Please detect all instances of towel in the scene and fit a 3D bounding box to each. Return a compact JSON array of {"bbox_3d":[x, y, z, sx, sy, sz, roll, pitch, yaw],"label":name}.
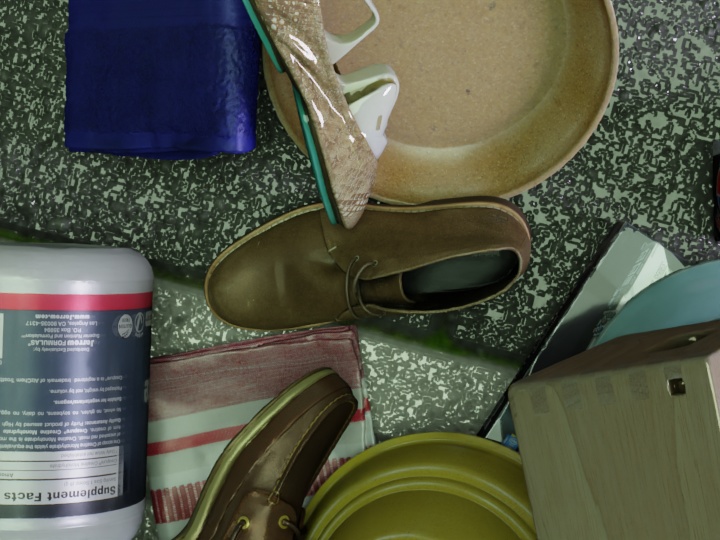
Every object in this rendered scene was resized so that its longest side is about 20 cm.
[{"bbox_3d":[-0.109,-0.164,0.836,0.147,0.049,0.201,5,95,37],"label":"towel"},{"bbox_3d":[-0.055,0.141,0.882,0.143,0.023,0.201,-11,91,3],"label":"towel"}]

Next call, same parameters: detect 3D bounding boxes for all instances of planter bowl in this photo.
[{"bbox_3d":[0.036,0.194,0.804,0.199,0.083,0.202,0,90,19],"label":"planter bowl"}]

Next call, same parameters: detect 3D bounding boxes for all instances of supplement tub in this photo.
[{"bbox_3d":[-0.190,0.085,0.825,0.140,0.140,0.201,3,92,2],"label":"supplement tub"}]

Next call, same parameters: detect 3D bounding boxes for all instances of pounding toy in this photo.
[{"bbox_3d":[0.188,0.093,0.725,0.142,0.200,0.185,-11,91,31],"label":"pounding toy"}]

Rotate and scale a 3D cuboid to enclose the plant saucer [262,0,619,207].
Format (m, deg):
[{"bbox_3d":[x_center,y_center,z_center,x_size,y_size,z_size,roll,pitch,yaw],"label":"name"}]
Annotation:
[{"bbox_3d":[0.045,-0.127,0.826,0.199,0.036,0.201,2,127,3],"label":"plant saucer"}]

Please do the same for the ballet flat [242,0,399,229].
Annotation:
[{"bbox_3d":[-0.015,-0.110,0.781,0.065,0.071,0.201,-20,127,3],"label":"ballet flat"}]

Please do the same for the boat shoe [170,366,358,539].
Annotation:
[{"bbox_3d":[-0.059,0.149,0.823,0.067,0.072,0.200,34,86,24],"label":"boat shoe"}]

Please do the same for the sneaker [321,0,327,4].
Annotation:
[{"bbox_3d":[-0.004,-0.214,0.829,0.200,0.081,0.077,-35,71,6],"label":"sneaker"}]

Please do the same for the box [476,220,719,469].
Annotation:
[{"bbox_3d":[0.193,0.090,0.857,0.200,0.050,0.158,34,93,1],"label":"box"}]

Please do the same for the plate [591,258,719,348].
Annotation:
[{"bbox_3d":[0.219,0.093,0.818,0.199,0.026,0.201,0,91,2],"label":"plate"}]

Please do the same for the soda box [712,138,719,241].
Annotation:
[{"bbox_3d":[0.308,-0.049,0.838,0.199,0.071,0.064,-2,91,2],"label":"soda box"}]

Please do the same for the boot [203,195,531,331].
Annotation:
[{"bbox_3d":[0.000,0.000,0.845,0.199,0.076,0.074,-11,107,9],"label":"boot"}]
